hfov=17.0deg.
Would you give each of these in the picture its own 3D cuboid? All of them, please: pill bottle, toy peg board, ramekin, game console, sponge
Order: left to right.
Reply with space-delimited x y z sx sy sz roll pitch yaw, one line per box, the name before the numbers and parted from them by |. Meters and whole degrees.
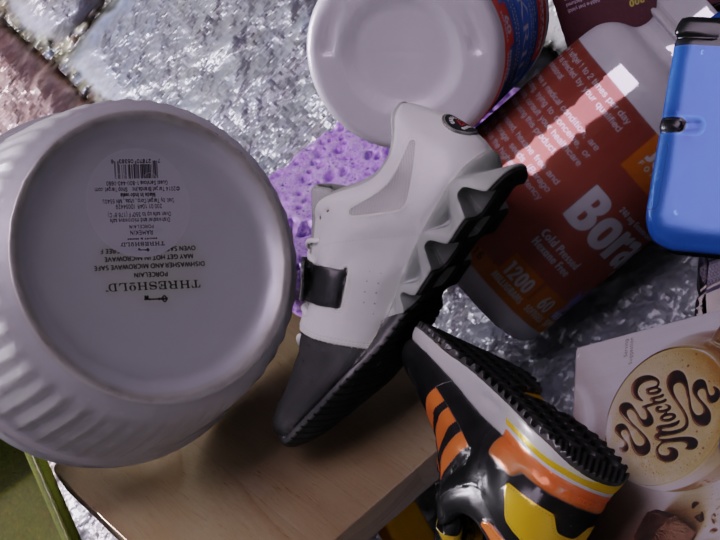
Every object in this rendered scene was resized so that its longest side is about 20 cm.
ramekin | -0.129 0.002 1.294 0.105 0.200 0.200 -25 39 63
toy peg board | -0.033 0.121 1.361 0.199 0.098 0.200 -40 40 -14
sponge | 0.005 -0.052 1.437 0.200 0.030 0.112 -41 38 -23
pill bottle | 0.047 -0.142 1.379 0.112 0.112 0.200 -28 7 21
pill bottle | 0.130 -0.063 1.327 0.200 0.112 0.112 -41 42 9
game console | 0.261 -0.073 1.188 0.200 0.118 0.171 6 80 27

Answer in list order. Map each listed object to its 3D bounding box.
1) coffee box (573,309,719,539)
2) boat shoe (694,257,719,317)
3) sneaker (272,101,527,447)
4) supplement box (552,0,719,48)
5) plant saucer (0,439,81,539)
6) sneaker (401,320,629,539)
coffee box | 0.167 0.127 1.174 0.113 0.080 0.200 -16 51 32
boat shoe | 0.257 -0.028 1.217 0.200 0.075 0.093 -17 55 30
sneaker | 0.000 0.000 1.277 0.088 0.074 0.200 39 106 16
supplement box | 0.149 -0.235 1.399 0.109 0.061 0.200 -18 87 30
plant saucer | -0.214 0.213 1.399 0.200 0.048 0.200 -34 73 29
sneaker | 0.056 0.094 1.205 0.090 0.070 0.200 -61 27 7
